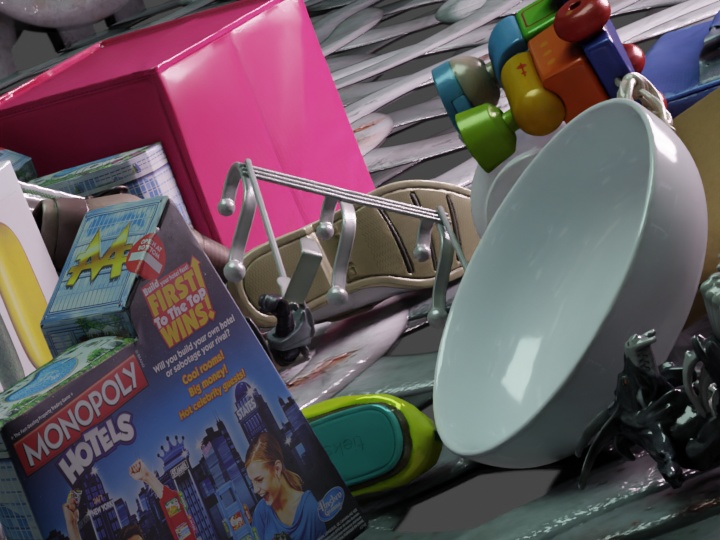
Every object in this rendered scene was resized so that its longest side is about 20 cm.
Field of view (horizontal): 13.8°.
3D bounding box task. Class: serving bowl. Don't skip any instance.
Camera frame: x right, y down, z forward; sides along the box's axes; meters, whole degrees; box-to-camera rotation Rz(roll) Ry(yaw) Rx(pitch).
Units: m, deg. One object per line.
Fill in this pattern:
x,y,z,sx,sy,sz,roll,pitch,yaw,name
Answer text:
0.116,0.016,1.511,0.200,0.066,0.200,-53,20,29,serving bowl

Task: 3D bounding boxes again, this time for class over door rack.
0.000,0.000,1.789,0.148,0.067,0.200,12,15,-18,over door rack

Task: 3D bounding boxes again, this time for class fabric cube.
-0.131,-0.062,2.105,0.196,0.199,0.200,-11,16,36,fabric cube

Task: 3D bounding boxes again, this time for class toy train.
0.105,-0.093,1.663,0.116,0.085,0.200,-30,25,9,toy train

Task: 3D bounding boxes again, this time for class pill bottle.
0.123,-0.049,1.799,0.104,0.104,0.200,-19,6,11,pill bottle

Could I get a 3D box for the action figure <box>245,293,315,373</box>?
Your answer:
-0.085,0.060,1.811,0.130,0.069,0.200,-31,8,-1,action figure

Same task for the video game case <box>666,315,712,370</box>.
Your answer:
0.242,0.011,1.576,0.182,0.023,0.200,-22,11,-1,video game case

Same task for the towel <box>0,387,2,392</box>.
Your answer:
-0.279,0.121,1.600,0.200,0.166,0.086,-25,11,-23,towel

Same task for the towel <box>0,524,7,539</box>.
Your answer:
-0.259,0.162,1.447,0.200,0.086,0.166,-24,-27,-2,towel

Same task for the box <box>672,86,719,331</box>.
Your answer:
0.214,-0.059,1.567,0.200,0.021,0.164,-36,28,29,box

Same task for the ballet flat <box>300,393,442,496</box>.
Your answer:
-0.046,0.105,1.583,0.200,0.067,0.067,-12,-6,26,ballet flat

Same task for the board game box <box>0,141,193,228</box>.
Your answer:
-0.212,-0.007,1.996,0.200,0.200,0.062,-16,12,23,board game box

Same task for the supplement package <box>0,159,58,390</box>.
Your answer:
-0.265,0.065,1.768,0.151,0.200,0.152,-13,15,33,supplement package

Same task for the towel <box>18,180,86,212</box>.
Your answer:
-0.236,0.025,1.914,0.149,0.031,0.200,13,-55,-45,towel

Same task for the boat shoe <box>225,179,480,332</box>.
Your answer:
-0.006,-0.008,1.948,0.200,0.075,0.068,-14,-6,-26,boat shoe

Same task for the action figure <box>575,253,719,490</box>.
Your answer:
0.186,0.035,1.377,0.200,0.102,0.119,-16,14,8,action figure

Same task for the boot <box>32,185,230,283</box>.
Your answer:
-0.180,0.017,1.873,0.146,0.070,0.200,12,-44,-32,boot

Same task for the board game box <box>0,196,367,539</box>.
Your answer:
-0.106,0.079,1.406,0.062,0.200,0.200,-10,16,41,board game box

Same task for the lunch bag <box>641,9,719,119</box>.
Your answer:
0.233,-0.092,1.777,0.136,0.132,0.200,-18,12,17,lunch bag
